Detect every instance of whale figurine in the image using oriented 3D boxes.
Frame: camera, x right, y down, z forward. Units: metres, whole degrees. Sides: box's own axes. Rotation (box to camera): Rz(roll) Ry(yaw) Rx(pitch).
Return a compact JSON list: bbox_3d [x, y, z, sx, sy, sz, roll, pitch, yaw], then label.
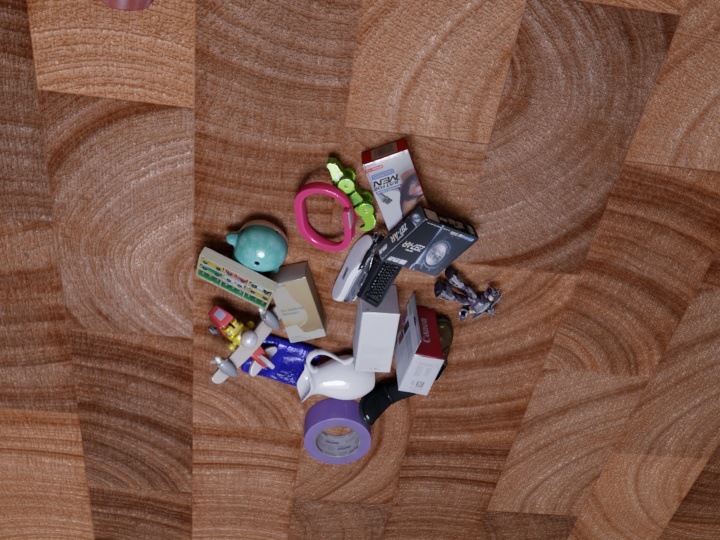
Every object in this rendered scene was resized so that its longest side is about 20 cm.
[{"bbox_3d":[-0.265,-0.031,1.730,0.159,0.104,0.200,38,124,-26],"label":"whale figurine"}]

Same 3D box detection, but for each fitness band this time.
[{"bbox_3d":[-0.084,-0.125,1.674,0.143,0.038,0.201,15,141,14],"label":"fitness band"}]

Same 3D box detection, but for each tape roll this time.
[{"bbox_3d":[-0.068,0.478,2.119,0.199,0.085,0.201,-1,125,-2],"label":"tape roll"}]

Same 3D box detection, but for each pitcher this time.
[{"bbox_3d":[-0.061,0.276,1.934,0.199,0.122,0.172,-2,131,-19],"label":"pitcher"}]

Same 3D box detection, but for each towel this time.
[{"bbox_3d":[-0.220,0.253,1.971,0.199,0.050,0.148,16,124,-14],"label":"towel"}]

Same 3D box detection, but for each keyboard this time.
[{"bbox_3d":[0.053,-0.017,1.737,0.127,0.021,0.201,31,87,-36],"label":"keyboard"}]

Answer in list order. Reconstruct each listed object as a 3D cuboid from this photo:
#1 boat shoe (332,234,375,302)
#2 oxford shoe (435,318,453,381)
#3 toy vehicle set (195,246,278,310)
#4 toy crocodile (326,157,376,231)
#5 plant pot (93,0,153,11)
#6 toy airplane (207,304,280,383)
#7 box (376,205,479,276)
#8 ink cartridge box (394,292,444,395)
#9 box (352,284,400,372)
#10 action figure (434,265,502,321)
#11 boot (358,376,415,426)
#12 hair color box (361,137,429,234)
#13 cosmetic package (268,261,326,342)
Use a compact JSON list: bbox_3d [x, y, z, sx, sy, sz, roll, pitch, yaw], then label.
[{"bbox_3d":[0.000,0.000,1.786,0.067,0.072,0.201,14,118,-28],"label":"boat shoe"},{"bbox_3d":[0.218,0.219,1.945,0.072,0.085,0.201,1,124,-1],"label":"oxford shoe"},{"bbox_3d":[-0.304,0.022,1.745,0.199,0.027,0.124,27,151,-4],"label":"toy vehicle set"},{"bbox_3d":[-0.021,-0.178,1.657,0.062,0.068,0.200,-29,122,18],"label":"toy crocodile"},{"bbox_3d":[-0.428,-0.592,1.278,0.200,0.201,0.196,18,131,-15],"label":"plant pot"},{"bbox_3d":[-0.291,0.187,1.837,0.198,0.141,0.201,0,85,-23],"label":"toy airplane"},{"bbox_3d":[0.162,-0.067,1.706,0.199,0.044,0.160,16,133,-42],"label":"box"},{"bbox_3d":[0.154,0.186,1.844,0.083,0.201,0.176,12,126,-12],"label":"ink cartridge box"},{"bbox_3d":[0.039,0.150,1.862,0.097,0.125,0.201,4,126,-5],"label":"box"},{"bbox_3d":[0.283,0.073,1.852,0.199,0.070,0.130,30,115,-25],"label":"action figure"},{"bbox_3d":[0.094,0.344,1.967,0.162,0.198,0.074,-23,99,25],"label":"boot"},{"bbox_3d":[0.086,-0.192,1.655,0.110,0.064,0.201,-19,126,10],"label":"hair color box"},{"bbox_3d":[-0.160,0.084,1.838,0.105,0.071,0.201,-13,125,8],"label":"cosmetic package"}]
